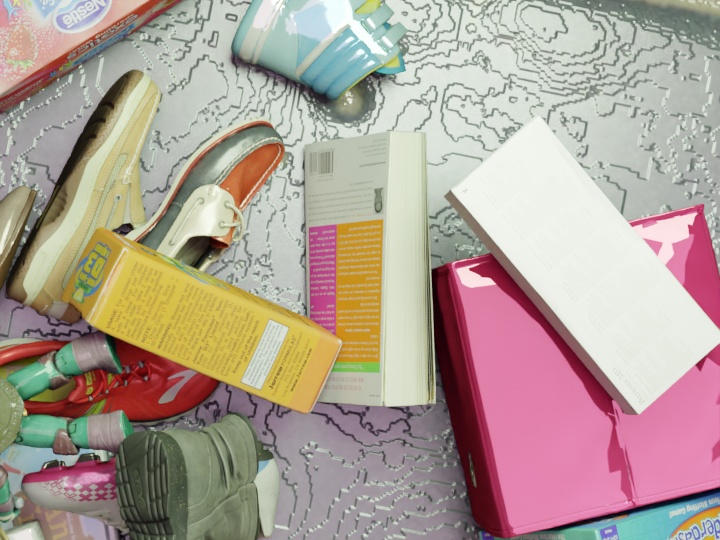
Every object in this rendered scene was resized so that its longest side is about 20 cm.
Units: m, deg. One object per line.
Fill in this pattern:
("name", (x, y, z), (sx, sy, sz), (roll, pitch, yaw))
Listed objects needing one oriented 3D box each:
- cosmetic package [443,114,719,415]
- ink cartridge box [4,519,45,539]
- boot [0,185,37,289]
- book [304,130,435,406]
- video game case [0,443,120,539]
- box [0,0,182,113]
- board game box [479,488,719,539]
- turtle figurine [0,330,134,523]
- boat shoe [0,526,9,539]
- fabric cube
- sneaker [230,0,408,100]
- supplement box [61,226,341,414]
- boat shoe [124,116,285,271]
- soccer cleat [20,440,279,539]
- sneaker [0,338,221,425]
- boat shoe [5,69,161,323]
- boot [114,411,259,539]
("cosmetic package", (0.152, -0.002, 1.439), (0.082, 0.051, 0.200), (-39, 90, -8))
("ink cartridge box", (-0.263, 0.302, 1.560), (0.116, 0.067, 0.201), (-19, 90, -6))
("boot", (-0.349, 0.003, 1.584), (0.145, 0.070, 0.201), (24, 86, -1))
("book", (0.000, 0.000, 1.580), (0.048, 0.133, 0.202), (0, 89, -32))
("video game case", (-0.272, 0.236, 1.605), (0.181, 0.022, 0.201), (-9, 89, -5))
("box", (-0.219, -0.213, 1.584), (0.199, 0.100, 0.096), (-33, 91, -5))
("board game box", (0.211, 0.189, 1.545), (0.199, 0.152, 0.045), (-12, 90, -30))
("turtle figurine", (-0.268, 0.110, 1.504), (0.199, 0.101, 0.151), (-13, 91, 2))
("boat shoe", (-0.221, 0.269, 1.475), (0.063, 0.073, 0.201), (-44, 68, -1))
("fabric cube", (0.164, 0.074, 1.558), (0.199, 0.196, 0.201), (-13, 90, -4))
("sneaker", (0.001, -0.224, 1.615), (0.130, 0.080, 0.201), (31, 96, -1))
("supplement box", (-0.116, 0.038, 1.539), (0.199, 0.066, 0.069), (23, 94, -31))
("boat shoe", (-0.124, -0.030, 1.589), (0.200, 0.071, 0.062), (-46, 55, -8))
("soccer cleat", (-0.155, 0.178, 1.578), (0.199, 0.070, 0.087), (-3, 87, -17))
("sneaker", (-0.199, 0.084, 1.584), (0.198, 0.085, 0.078), (-6, 89, -5))
("boat shoe", (-0.196, -0.054, 1.604), (0.076, 0.072, 0.201), (28, 96, -15))
("boot", (-0.116, 0.206, 1.509), (0.067, 0.130, 0.202), (4, 92, 34))
